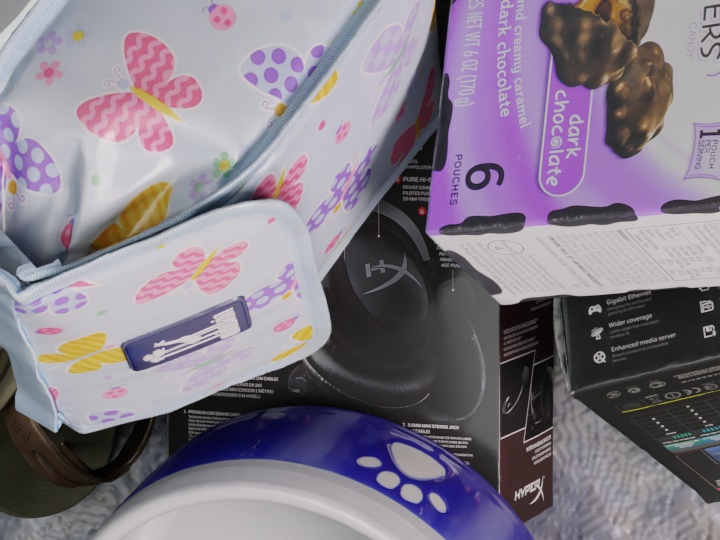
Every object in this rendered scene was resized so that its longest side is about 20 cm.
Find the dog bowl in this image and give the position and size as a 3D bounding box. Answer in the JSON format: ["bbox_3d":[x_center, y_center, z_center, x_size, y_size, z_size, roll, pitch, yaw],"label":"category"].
[{"bbox_3d":[-0.020,0.158,1.177,0.199,0.079,0.201,8,115,18],"label":"dog bowl"}]

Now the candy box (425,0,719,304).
[{"bbox_3d":[0.133,-0.084,1.043,0.199,0.072,0.169,-5,65,28],"label":"candy box"}]

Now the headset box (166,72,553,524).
[{"bbox_3d":[0.000,0.000,1.218,0.148,0.077,0.201,1,95,21],"label":"headset box"}]

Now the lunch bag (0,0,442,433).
[{"bbox_3d":[-0.058,-0.040,1.068,0.127,0.170,0.200,33,72,14],"label":"lunch bag"}]

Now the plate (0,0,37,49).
[{"bbox_3d":[-0.185,-0.139,1.127,0.199,0.032,0.200,41,105,-18],"label":"plate"}]

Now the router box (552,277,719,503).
[{"bbox_3d":[0.190,0.019,1.101,0.199,0.150,0.062,-14,64,22],"label":"router box"}]

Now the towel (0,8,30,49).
[{"bbox_3d":[-0.192,-0.033,1.199,0.200,0.031,0.149,-39,85,13],"label":"towel"}]

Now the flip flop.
[{"bbox_3d":[-0.112,0.054,1.223,0.058,0.081,0.200,56,147,18],"label":"flip flop"}]

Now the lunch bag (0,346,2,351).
[{"bbox_3d":[-0.191,-0.042,1.267,0.164,0.117,0.201,-31,80,19],"label":"lunch bag"}]
